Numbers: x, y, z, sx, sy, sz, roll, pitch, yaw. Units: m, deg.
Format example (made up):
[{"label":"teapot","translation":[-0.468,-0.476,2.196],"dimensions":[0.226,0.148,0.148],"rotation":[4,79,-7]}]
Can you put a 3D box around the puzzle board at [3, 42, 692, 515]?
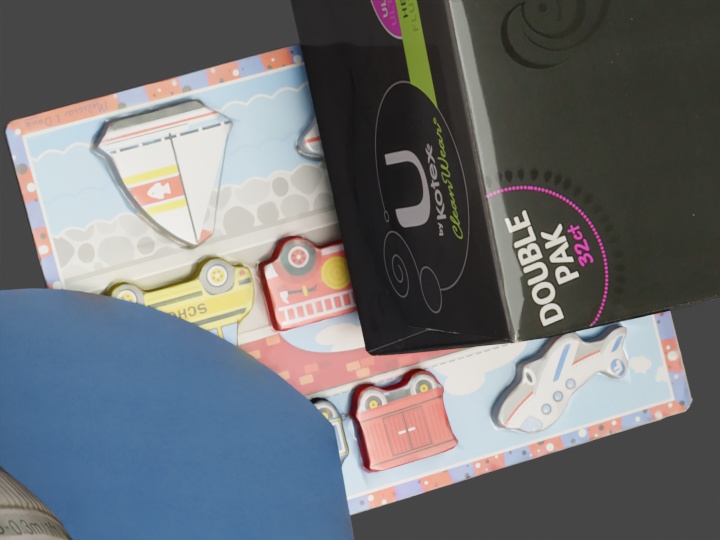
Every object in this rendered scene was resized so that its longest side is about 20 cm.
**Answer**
[{"label":"puzzle board","translation":[0.000,0.000,0.884],"dimensions":[0.199,0.017,0.151],"rotation":[-16,96,-14]}]

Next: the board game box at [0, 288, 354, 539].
[{"label":"board game box","translation":[-0.077,0.098,0.806],"dimensions":[0.157,0.039,0.201],"rotation":[7,51,-24]}]

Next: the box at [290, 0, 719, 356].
[{"label":"box","translation":[0.096,-0.065,0.838],"dimensions":[0.199,0.124,0.149],"rotation":[-12,91,-20]}]

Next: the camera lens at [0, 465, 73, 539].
[{"label":"camera lens","translation":[-0.161,0.084,0.652],"dimensions":[0.200,0.160,0.160],"rotation":[40,80,21]}]
